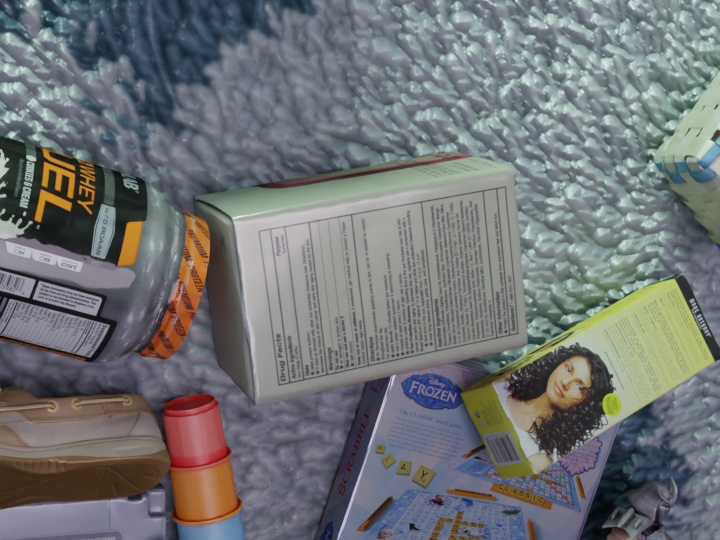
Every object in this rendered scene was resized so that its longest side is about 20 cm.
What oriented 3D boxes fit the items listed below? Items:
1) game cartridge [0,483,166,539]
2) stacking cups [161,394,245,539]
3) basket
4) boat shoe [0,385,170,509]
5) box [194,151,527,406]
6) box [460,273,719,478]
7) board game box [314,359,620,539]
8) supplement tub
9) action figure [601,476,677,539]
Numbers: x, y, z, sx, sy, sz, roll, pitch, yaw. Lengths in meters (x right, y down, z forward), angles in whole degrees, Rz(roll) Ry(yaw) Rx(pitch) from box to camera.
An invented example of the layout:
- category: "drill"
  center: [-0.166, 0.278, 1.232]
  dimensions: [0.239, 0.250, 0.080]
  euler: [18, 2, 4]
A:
- category: "game cartridge"
  center: [-0.233, 0.215, 0.952]
  dimensions: [0.199, 0.042, 0.134]
  euler: [-1, 105, -20]
- category: "stacking cups"
  center: [-0.102, 0.187, 0.986]
  dimensions: [0.060, 0.060, 0.201]
  euler: [-9, 100, -18]
- category: "basket"
  center: [0.336, -0.067, 1.046]
  dimensions: [0.200, 0.139, 0.177]
  euler: [36, 87, -13]
- category: "boat shoe"
  center: [-0.227, 0.111, 0.916]
  dimensions: [0.199, 0.069, 0.074]
  euler: [4, 140, -28]
- category: "box"
  center: [0.000, 0.000, 0.953]
  dimensions: [0.199, 0.109, 0.128]
  euler: [-10, 105, -18]
- category: "box"
  center: [0.173, 0.076, 1.029]
  dimensions: [0.200, 0.050, 0.075]
  euler: [-27, 91, -30]
- category: "board game box"
  center: [0.078, 0.170, 1.053]
  dimensions: [0.199, 0.041, 0.200]
  euler: [17, 95, -23]
- category: "supplement tub"
  center: [-0.203, -0.014, 0.868]
  dimensions: [0.199, 0.122, 0.123]
  euler: [16, 95, -23]
- category: "action figure"
  center: [0.206, 0.248, 1.092]
  dimensions: [0.130, 0.069, 0.201]
  euler: [1, 114, -52]
